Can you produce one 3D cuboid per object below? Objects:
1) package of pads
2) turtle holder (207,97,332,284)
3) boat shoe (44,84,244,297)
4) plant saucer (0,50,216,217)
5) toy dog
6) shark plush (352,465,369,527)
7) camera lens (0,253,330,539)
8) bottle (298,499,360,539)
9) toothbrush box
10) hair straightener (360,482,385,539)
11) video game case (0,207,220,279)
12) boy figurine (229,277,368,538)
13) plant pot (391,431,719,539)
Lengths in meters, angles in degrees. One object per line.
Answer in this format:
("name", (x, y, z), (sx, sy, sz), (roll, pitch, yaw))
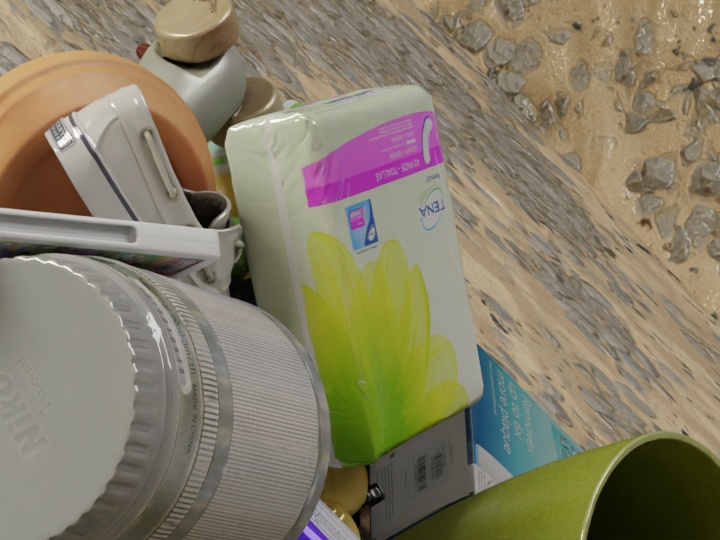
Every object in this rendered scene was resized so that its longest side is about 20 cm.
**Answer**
("package of pads", (0.000, 0.000, 1.654), (0.154, 0.068, 0.200), (-22, 103, -61))
("turtle holder", (-0.048, -0.024, 1.790), (0.186, 0.132, 0.141), (-81, 162, -48))
("boat shoe", (-0.097, -0.017, 1.584), (0.200, 0.066, 0.072), (58, -1, -28))
("plant saucer", (-0.156, -0.021, 1.610), (0.037, 0.200, 0.200), (22, -7, 47))
("toy dog", (-0.139, -0.088, 1.707), (0.096, 0.132, 0.200), (14, 28, 41))
("shark plush", (-0.007, 0.129, 1.885), (0.200, 0.091, 0.083), (-48, 120, -82))
("camera lens", (-0.120, 0.079, 1.463), (0.160, 0.160, 0.200), (49, 13, 27))
("bottle", (-0.018, 0.188, 1.590), (0.200, 0.084, 0.065), (44, 31, 11))
("toothbrush box", (0.095, 0.163, 1.875), (0.200, 0.085, 0.146), (46, 27, -33))
("hair straightener", (-0.027, 0.137, 1.777), (0.077, 0.041, 0.200), (10, 31, -33))
("video game case", (-0.192, -0.002, 1.473), (0.200, 0.143, 0.018), (6, 71, -38))
("boy figurine", (-0.036, 0.106, 1.686), (0.124, 0.064, 0.200), (22, 53, -61))
("plant pot", (0.099, 0.193, 1.646), (0.187, 0.200, 0.187), (13, 73, -48))
